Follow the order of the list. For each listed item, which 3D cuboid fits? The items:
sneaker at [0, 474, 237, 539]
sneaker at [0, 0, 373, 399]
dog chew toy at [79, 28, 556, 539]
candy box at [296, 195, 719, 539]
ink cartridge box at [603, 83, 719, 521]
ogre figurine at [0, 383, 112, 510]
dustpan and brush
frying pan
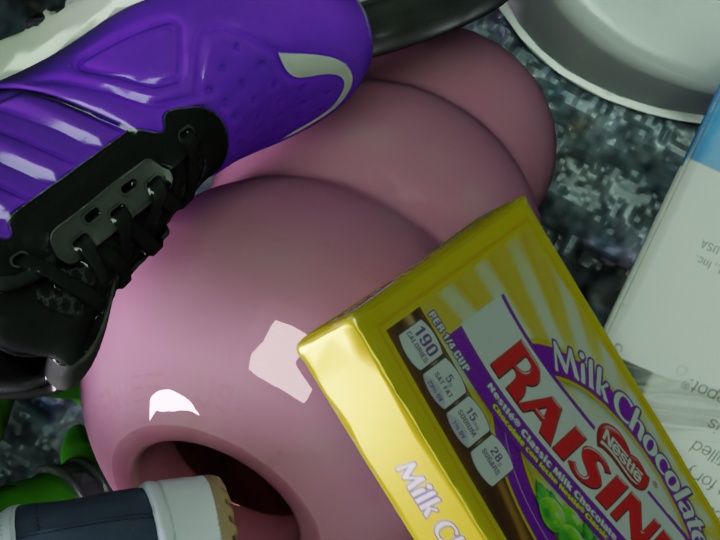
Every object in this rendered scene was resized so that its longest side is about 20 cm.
[{"bbox_3d":[-0.101,0.124,0.681,0.108,0.200,0.070,-4,54,-16],"label":"sneaker"},{"bbox_3d":[-0.080,-0.015,0.639,0.200,0.070,0.100,-18,59,-16],"label":"sneaker"},{"bbox_3d":[0.000,0.000,0.732,0.124,0.125,0.200,27,51,6],"label":"dog chew toy"},{"bbox_3d":[0.066,0.083,0.642,0.026,0.102,0.200,-30,92,33],"label":"candy box"},{"bbox_3d":[0.139,0.048,0.730,0.145,0.084,0.200,26,93,6],"label":"ink cartridge box"},{"bbox_3d":[-0.143,0.036,0.713,0.098,0.200,0.120,15,55,32],"label":"ogre figurine"},{"bbox_3d":[0.070,-0.108,0.799,0.200,0.057,0.140,-8,88,-7],"label":"dustpan and brush"},{"bbox_3d":[-0.031,-0.078,0.746,0.190,0.115,0.031,-14,105,15],"label":"frying pan"}]
